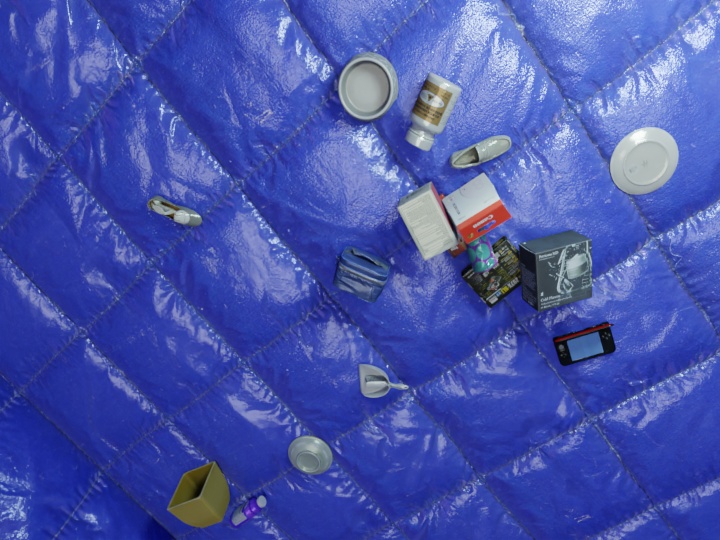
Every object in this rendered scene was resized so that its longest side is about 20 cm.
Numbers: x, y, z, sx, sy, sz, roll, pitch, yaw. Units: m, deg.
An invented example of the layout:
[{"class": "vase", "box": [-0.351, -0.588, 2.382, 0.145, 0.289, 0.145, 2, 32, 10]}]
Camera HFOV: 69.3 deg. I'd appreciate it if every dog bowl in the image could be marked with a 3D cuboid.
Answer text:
[{"class": "dog bowl", "box": [0.019, -0.560, 1.601, 0.194, 0.059, 0.206, 3, 113, 7]}]

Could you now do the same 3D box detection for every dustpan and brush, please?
[{"class": "dustpan and brush", "box": [0.089, 0.433, 2.001, 0.194, 0.057, 0.144, -1, 112, 9]}]

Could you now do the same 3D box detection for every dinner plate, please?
[{"class": "dinner plate", "box": [0.866, -0.329, 1.586, 0.194, 0.024, 0.206, 4, 113, 8]}]

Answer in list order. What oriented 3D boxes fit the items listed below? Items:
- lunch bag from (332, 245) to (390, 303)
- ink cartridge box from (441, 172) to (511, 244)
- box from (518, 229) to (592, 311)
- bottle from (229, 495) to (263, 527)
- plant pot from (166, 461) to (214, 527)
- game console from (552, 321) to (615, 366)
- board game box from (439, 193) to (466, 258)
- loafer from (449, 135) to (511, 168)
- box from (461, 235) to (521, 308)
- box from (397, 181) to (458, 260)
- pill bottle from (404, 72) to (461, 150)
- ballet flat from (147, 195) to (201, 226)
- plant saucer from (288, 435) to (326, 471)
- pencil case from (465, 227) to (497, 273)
[{"class": "lunch bag", "box": [0.000, 0.000, 1.794, 0.195, 0.136, 0.135, 23, 114, 0]}, {"class": "ink cartridge box", "box": [0.356, -0.196, 1.616, 0.160, 0.202, 0.057, -31, 126, 12]}, {"class": "box", "box": [0.626, -0.001, 1.676, 0.194, 0.124, 0.202, -14, 110, -7]}, {"class": "bottle", "box": [-0.506, 1.083, 2.351, 0.199, 0.084, 0.065, -40, 102, 22]}, {"class": "plant pot", "box": [-0.689, 1.011, 2.298, 0.192, 0.196, 0.203, -24, 113, 17]}, {"class": "game console", "box": [0.776, 0.259, 1.791, 0.195, 0.119, 0.176, -19, 108, 16]}, {"class": "board game box", "box": [0.295, -0.148, 1.751, 0.102, 0.020, 0.201, -36, 103, 21]}, {"class": "loafer", "box": [0.374, -0.364, 1.621, 0.195, 0.070, 0.071, -20, 109, 16]}, {"class": "box", "box": [0.466, 0.007, 1.773, 0.159, 0.050, 0.200, 42, 112, -12]}, {"class": "box", "box": [0.219, -0.161, 1.688, 0.125, 0.109, 0.203, -25, 106, 18]}, {"class": "pill bottle", "box": [0.213, -0.476, 1.575, 0.112, 0.115, 0.204, 24, 114, -2]}, {"class": "ballet flat", "box": [-0.664, -0.202, 1.852, 0.196, 0.064, 0.069, 25, 114, -2]}, {"class": "plant saucer", "box": [-0.216, 0.796, 2.206, 0.194, 0.050, 0.206, 3, 114, 7]}, {"class": "pencil case", "box": [0.384, -0.100, 1.692, 0.091, 0.084, 0.206, -16, 92, 34]}]
